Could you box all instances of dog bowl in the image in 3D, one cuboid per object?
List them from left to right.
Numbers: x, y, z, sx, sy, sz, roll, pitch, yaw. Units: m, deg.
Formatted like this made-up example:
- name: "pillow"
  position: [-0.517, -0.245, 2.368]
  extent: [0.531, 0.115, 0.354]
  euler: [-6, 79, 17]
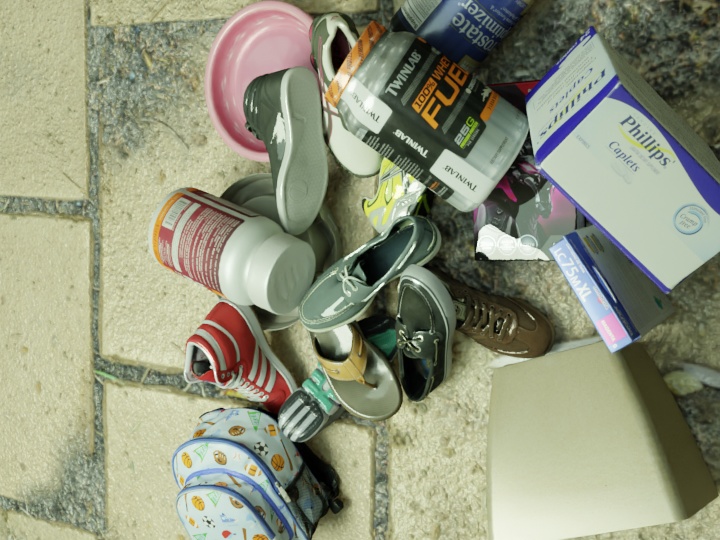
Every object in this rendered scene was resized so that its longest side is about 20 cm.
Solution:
- name: "dog bowl"
  position: [-0.112, -0.026, 1.175]
  extent: [0.197, 0.058, 0.204]
  euler: [3, 96, 28]

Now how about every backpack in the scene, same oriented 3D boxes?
- name: "backpack"
  position: [-0.155, 0.278, 1.157]
  extent: [0.198, 0.154, 0.193]
  euler: [-18, 105, 27]

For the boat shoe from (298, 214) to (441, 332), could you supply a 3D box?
- name: "boat shoe"
  position: [0.000, 0.000, 1.033]
  extent: [0.199, 0.062, 0.073]
  euler: [-34, 66, 14]

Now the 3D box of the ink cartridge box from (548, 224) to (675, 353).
- name: "ink cartridge box"
  position: [0.254, 0.013, 0.903]
  extent: [0.042, 0.199, 0.120]
  euler: [-35, 79, 27]

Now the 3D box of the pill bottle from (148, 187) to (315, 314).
- name: "pill bottle"
  position: [-0.158, -0.024, 1.095]
  extent: [0.198, 0.109, 0.111]
  euler: [23, 105, 31]

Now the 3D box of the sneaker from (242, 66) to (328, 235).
- name: "sneaker"
  position: [-0.095, -0.150, 1.097]
  extent: [0.099, 0.070, 0.203]
  euler: [19, 116, 48]

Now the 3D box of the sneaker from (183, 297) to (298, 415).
- name: "sneaker"
  position: [-0.154, 0.141, 1.149]
  extent: [0.071, 0.113, 0.202]
  euler: [-8, 119, 42]

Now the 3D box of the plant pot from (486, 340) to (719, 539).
- name: "plant pot"
  position: [0.239, 0.176, 0.942]
  extent: [0.198, 0.199, 0.180]
  euler: [-19, 75, 28]

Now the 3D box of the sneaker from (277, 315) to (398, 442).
- name: "sneaker"
  position: [-0.022, 0.137, 1.145]
  extent: [0.200, 0.088, 0.075]
  euler: [-43, 74, 0]

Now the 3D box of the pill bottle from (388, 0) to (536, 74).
- name: "pill bottle"
  position: [0.103, -0.280, 1.006]
  extent: [0.200, 0.111, 0.112]
  euler: [-47, 74, 24]

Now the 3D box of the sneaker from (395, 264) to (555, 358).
- name: "sneaker"
  position: [0.128, 0.054, 1.045]
  extent: [0.198, 0.075, 0.071]
  euler: [23, 105, 25]

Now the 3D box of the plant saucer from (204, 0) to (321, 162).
- name: "plant saucer"
  position: [-0.111, -0.243, 1.158]
  extent: [0.198, 0.051, 0.204]
  euler: [3, 96, 27]

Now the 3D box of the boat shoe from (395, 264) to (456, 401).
- name: "boat shoe"
  position: [0.070, 0.079, 1.026]
  extent: [0.068, 0.057, 0.202]
  euler: [24, 145, 29]

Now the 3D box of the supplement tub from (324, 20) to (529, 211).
- name: "supplement tub"
  position: [0.068, -0.164, 0.939]
  extent: [0.199, 0.123, 0.123]
  euler: [33, 111, -5]

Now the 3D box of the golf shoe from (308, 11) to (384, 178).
- name: "golf shoe"
  position: [-0.016, -0.202, 1.057]
  extent: [0.076, 0.088, 0.203]
  euler: [-18, 106, -4]

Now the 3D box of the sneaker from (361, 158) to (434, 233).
- name: "sneaker"
  position: [0.066, -0.128, 1.061]
  extent: [0.076, 0.075, 0.201]
  euler: [38, 110, 18]

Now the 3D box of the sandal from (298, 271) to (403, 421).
- name: "sandal"
  position: [-0.020, 0.091, 1.076]
  extent: [0.081, 0.055, 0.202]
  euler: [-27, 82, 7]

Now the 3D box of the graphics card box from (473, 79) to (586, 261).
- name: "graphics card box"
  position: [0.190, -0.112, 1.010]
  extent: [0.124, 0.051, 0.204]
  euler: [1, 96, 28]

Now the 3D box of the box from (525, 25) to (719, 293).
- name: "box"
  position: [0.257, -0.112, 0.857]
  extent: [0.183, 0.201, 0.105]
  euler: [40, 116, -13]
